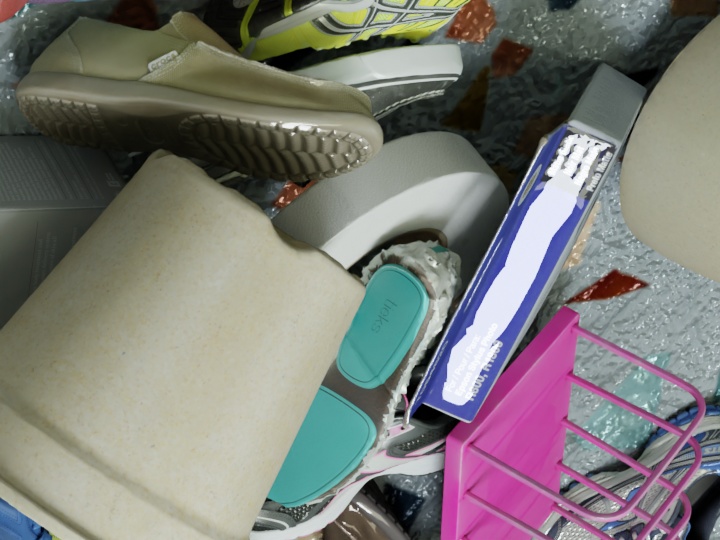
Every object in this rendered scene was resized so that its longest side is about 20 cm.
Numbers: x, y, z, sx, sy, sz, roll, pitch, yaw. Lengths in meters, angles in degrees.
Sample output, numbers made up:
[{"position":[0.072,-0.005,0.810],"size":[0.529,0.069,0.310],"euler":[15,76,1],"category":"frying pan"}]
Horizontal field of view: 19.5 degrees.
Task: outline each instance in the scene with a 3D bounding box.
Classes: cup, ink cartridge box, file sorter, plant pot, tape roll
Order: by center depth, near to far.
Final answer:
[{"position":[-0.099,0.047,1.082],"size":[0.200,0.200,0.184],"euler":[36,87,-40],"category":"plant pot"},{"position":[0.000,0.000,1.241],"size":[0.202,0.037,0.203],"euler":[-32,156,-16],"category":"tape roll"},{"position":[0.102,-0.011,1.252],"size":[0.040,0.200,0.201],"euler":[28,113,6],"category":"ink cartridge box"},{"position":[0.281,-0.058,1.303],"size":[0.199,0.143,0.201],"euler":[-26,139,-25],"category":"cup"},{"position":[0.140,0.159,1.370],"size":[0.139,0.125,0.201],"euler":[-44,150,-35],"category":"file sorter"}]

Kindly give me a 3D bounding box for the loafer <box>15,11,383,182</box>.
[{"position":[-0.083,-0.098,1.105],"size":[0.198,0.069,0.076],"euler":[9,159,9],"category":"loafer"}]

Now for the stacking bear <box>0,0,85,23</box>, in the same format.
[{"position":[-0.111,-0.201,1.050],"size":[0.199,0.121,0.115],"euler":[-20,128,-24],"category":"stacking bear"}]

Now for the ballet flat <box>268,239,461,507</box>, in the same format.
[{"position":[0.004,0.060,1.231],"size":[0.071,0.072,0.201],"euler":[11,129,-33],"category":"ballet flat"}]

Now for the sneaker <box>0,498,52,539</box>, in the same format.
[{"position":[-0.191,0.136,1.210],"size":[0.111,0.201,0.077],"euler":[-32,174,-8],"category":"sneaker"}]

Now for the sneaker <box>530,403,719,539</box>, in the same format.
[{"position":[0.202,0.182,1.499],"size":[0.200,0.085,0.077],"euler":[-40,132,4],"category":"sneaker"}]

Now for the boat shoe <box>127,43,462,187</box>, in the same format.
[{"position":[-0.033,-0.080,1.188],"size":[0.198,0.071,0.064],"euler":[-16,92,-9],"category":"boat shoe"}]

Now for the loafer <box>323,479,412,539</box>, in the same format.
[{"position":[0.006,0.204,1.417],"size":[0.071,0.073,0.201],"euler":[-32,131,-4],"category":"loafer"}]

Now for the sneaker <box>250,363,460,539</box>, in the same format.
[{"position":[-0.005,0.098,1.318],"size":[0.199,0.081,0.087],"euler":[-24,157,-29],"category":"sneaker"}]

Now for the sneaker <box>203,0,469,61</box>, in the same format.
[{"position":[0.008,-0.153,1.165],"size":[0.199,0.076,0.077],"euler":[-24,130,-9],"category":"sneaker"}]

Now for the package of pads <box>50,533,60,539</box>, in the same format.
[{"position":[-0.176,0.205,1.325],"size":[0.198,0.068,0.156],"euler":[-9,126,-23],"category":"package of pads"}]

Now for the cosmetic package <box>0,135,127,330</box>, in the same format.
[{"position":[-0.229,-0.010,1.135],"size":[0.198,0.090,0.108],"euler":[1,122,-25],"category":"cosmetic package"}]
